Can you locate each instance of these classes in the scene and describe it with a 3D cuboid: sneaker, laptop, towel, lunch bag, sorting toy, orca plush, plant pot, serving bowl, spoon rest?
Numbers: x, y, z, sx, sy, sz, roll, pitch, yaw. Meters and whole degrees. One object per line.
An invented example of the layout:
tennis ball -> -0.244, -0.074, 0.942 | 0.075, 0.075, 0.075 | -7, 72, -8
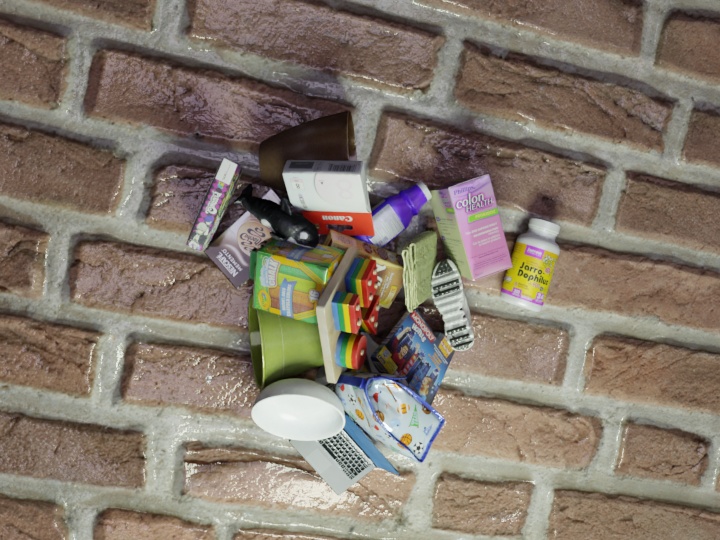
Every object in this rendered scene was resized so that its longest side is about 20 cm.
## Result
sneaker -> 0.211, 0.076, 1.283 | 0.073, 0.081, 0.205 | -12, 93, 22
laptop -> -0.041, 0.425, 1.289 | 0.199, 0.116, 0.188 | -39, 99, 10
towel -> 0.131, -0.006, 1.246 | 0.036, 0.199, 0.152 | 3, 105, 23
lunch bag -> 0.048, 0.279, 1.168 | 0.199, 0.169, 0.125 | 41, 68, -16
sorting toy -> -0.013, 0.092, 1.154 | 0.068, 0.201, 0.203 | 7, 128, 17
orca plush -> -0.161, -0.126, 1.151 | 0.199, 0.104, 0.072 | 40, 123, 22
plant pot -> -0.111, -0.233, 1.207 | 0.194, 0.187, 0.192 | -4, 97, 5
serving bowl -> -0.127, 0.283, 1.188 | 0.194, 0.067, 0.203 | 3, 139, 3
plant pot -> -0.140, 0.148, 1.241 | 0.185, 0.200, 0.206 | -5, 97, -18
spoon rest -> 0.041, 0.182, 1.314 | 0.059, 0.099, 0.205 | -13, 87, 26

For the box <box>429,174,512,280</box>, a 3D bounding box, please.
box -> 0.239, -0.098, 1.256 | 0.095, 0.176, 0.205 | -18, 98, -5

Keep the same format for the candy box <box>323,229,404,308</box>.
candy box -> 0.000, 0.000, 1.257 | 0.196, 0.056, 0.117 | 19, 121, -20

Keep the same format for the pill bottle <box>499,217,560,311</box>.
pill bottle -> 0.401, -0.015, 1.323 | 0.102, 0.104, 0.205 | 16, 94, -9

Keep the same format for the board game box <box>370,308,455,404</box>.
board game box -> 0.132, 0.189, 1.286 | 0.200, 0.061, 0.202 | -47, 114, -26

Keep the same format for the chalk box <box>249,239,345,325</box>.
chalk box -> -0.145, 0.012, 1.159 | 0.195, 0.124, 0.128 | 12, 111, 13

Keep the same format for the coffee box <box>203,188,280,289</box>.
coffee box -> -0.232, -0.070, 1.245 | 0.200, 0.080, 0.113 | -43, 100, -1

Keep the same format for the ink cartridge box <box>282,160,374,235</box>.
ink cartridge box -> -0.059, -0.131, 1.151 | 0.158, 0.058, 0.203 | 3, 134, 14

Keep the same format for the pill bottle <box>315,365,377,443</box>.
pill bottle -> -0.007, 0.290, 1.298 | 0.112, 0.112, 0.202 | -37, 99, -2

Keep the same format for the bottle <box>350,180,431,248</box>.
bottle -> 0.072, -0.124, 1.286 | 0.199, 0.065, 0.084 | -39, 111, -2

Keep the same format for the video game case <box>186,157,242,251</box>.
video game case -> -0.298, -0.137, 1.169 | 0.035, 0.200, 0.185 | 23, 92, -11
